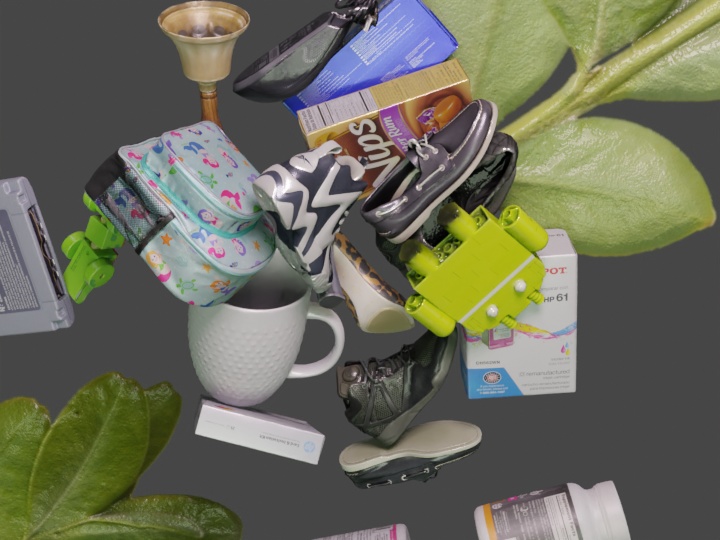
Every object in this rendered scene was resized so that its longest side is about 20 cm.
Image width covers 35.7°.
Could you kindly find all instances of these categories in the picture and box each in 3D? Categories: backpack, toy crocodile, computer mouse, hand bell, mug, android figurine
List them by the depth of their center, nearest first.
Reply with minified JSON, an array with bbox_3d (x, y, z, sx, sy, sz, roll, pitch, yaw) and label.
[{"bbox_3d":[-0.054,-0.245,1.265,0.200,0.139,0.053,-32,111,13],"label":"computer mouse"},{"bbox_3d":[-0.187,-0.065,1.273,0.150,0.177,0.200,-36,90,25],"label":"backpack"},{"bbox_3d":[0.139,0.004,1.312,0.182,0.041,0.200,-42,128,13],"label":"android figurine"},{"bbox_3d":[-0.181,-0.205,1.324,0.104,0.104,0.201,2,127,-2],"label":"hand bell"},{"bbox_3d":[-0.319,-0.044,1.398,0.067,0.062,0.200,42,115,24],"label":"toy crocodile"},{"bbox_3d":[-0.119,0.080,1.407,0.199,0.148,0.176,7,124,-5],"label":"mug"}]

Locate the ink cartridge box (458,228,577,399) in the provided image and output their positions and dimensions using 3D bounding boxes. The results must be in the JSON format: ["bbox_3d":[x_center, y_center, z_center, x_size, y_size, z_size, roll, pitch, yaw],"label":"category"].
[{"bbox_3d":[0.200,0.055,1.434,0.144,0.085,0.201,-4,113,1],"label":"ink cartridge box"}]

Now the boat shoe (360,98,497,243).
[{"bbox_3d":[0.077,-0.120,1.271,0.063,0.073,0.200,30,109,-28],"label":"boat shoe"}]

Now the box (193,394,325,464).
[{"bbox_3d":[-0.134,0.202,1.435,0.155,0.200,0.041,16,84,-9],"label":"box"}]

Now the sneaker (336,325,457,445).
[{"bbox_3d":[0.042,0.135,1.471,0.114,0.076,0.200,28,116,-19],"label":"sneaker"}]

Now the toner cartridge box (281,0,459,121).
[{"bbox_3d":[0.010,-0.237,1.322,0.200,0.043,0.095,-40,109,15],"label":"toner cartridge box"}]

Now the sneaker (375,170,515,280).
[{"bbox_3d":[0.093,-0.086,1.365,0.114,0.076,0.199,40,113,-23],"label":"sneaker"}]

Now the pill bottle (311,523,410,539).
[{"bbox_3d":[-0.023,0.432,1.583,0.199,0.113,0.114,-11,114,5],"label":"pill bottle"}]

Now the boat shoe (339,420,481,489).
[{"bbox_3d":[0.074,0.261,1.530,0.199,0.075,0.066,-16,116,7],"label":"boat shoe"}]

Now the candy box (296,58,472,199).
[{"bbox_3d":[0.036,-0.159,1.312,0.199,0.057,0.117,-19,132,-1],"label":"candy box"}]

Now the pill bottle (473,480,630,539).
[{"bbox_3d":[0.267,0.363,1.556,0.199,0.116,0.117,-16,114,5],"label":"pill bottle"}]

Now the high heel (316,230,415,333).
[{"bbox_3d":[0.000,0.000,1.431,0.071,0.143,0.200,-32,146,26],"label":"high heel"}]

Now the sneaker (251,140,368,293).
[{"bbox_3d":[-0.036,-0.068,1.262,0.129,0.079,0.199,-37,137,-13],"label":"sneaker"}]

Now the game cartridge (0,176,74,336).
[{"bbox_3d":[-0.448,-0.015,1.401,0.133,0.041,0.201,-7,111,15],"label":"game cartridge"}]

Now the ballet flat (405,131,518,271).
[{"bbox_3d":[0.111,-0.076,1.293,0.066,0.057,0.200,31,107,-8],"label":"ballet flat"}]
